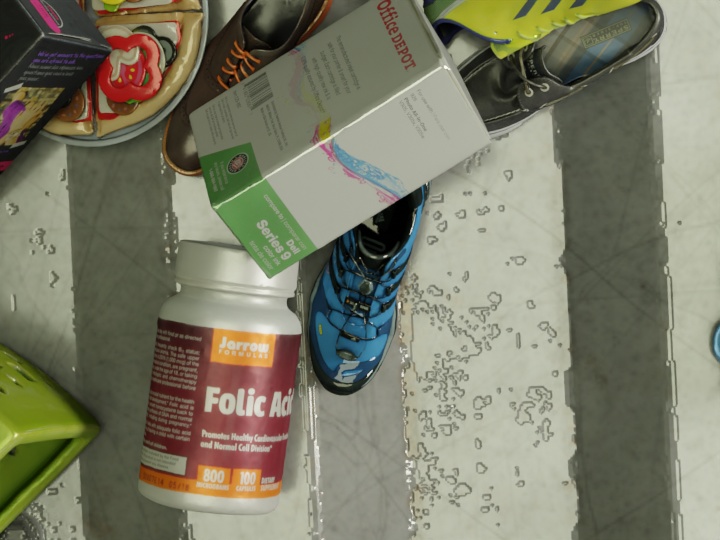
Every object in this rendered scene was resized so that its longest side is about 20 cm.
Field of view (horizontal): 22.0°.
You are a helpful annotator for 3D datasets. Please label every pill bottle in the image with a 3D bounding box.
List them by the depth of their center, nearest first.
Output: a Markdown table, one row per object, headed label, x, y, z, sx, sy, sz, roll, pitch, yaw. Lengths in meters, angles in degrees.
| label | x | y | z | sx | sy | sz | roll | pitch | yaw |
| --- | --- | --- | --- | --- | --- | --- | --- | --- | --- |
| pill bottle | -0.106 | 0.082 | 1.443 | 0.113 | 0.114 | 0.202 | 7 | 92 | 5 |

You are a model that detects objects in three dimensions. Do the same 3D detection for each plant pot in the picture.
| label | x | y | z | sx | sy | sz | roll | pitch | yaw |
| --- | --- | --- | --- | --- | --- | --- | --- | --- | --- |
| plant pot | -0.350 | 0.126 | 1.430 | 0.199 | 0.200 | 0.182 | -45 | 79 | 5 |

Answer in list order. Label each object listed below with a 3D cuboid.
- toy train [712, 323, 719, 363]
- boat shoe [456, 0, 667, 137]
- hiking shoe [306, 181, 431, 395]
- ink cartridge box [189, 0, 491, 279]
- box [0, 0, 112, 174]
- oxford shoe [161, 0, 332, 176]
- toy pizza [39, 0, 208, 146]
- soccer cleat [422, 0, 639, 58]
| label | x | y | z | sx | sy | sz | roll | pitch | yaw |
| --- | --- | --- | --- | --- | --- | --- | --- | --- | --- |
| toy train | 0.340 | 0.011 | 1.417 | 0.113 | 0.087 | 0.202 | 9 | 92 | -1 |
| boat shoe | 0.147 | -0.160 | 1.439 | 0.199 | 0.066 | 0.070 | -22 | 89 | 5 |
| hiking shoe | 0.000 | 0.000 | 1.445 | 0.074 | 0.087 | 0.202 | 14 | 92 | 5 |
| ink cartridge box | -0.017 | -0.107 | 1.385 | 0.199 | 0.146 | 0.088 | -33 | 123 | 9 |
| box | -0.312 | -0.150 | 1.433 | 0.200 | 0.106 | 0.122 | -44 | 73 | 16 |
| oxford shoe | -0.097 | -0.164 | 1.459 | 0.071 | 0.073 | 0.201 | 33 | 94 | 4 |
| toy pizza | -0.217 | -0.200 | 1.473 | 0.198 | 0.032 | 0.202 | 0 | 91 | 16 |
| soccer cleat | 0.133 | -0.202 | 1.407 | 0.199 | 0.064 | 0.085 | 6 | 89 | 39 |
